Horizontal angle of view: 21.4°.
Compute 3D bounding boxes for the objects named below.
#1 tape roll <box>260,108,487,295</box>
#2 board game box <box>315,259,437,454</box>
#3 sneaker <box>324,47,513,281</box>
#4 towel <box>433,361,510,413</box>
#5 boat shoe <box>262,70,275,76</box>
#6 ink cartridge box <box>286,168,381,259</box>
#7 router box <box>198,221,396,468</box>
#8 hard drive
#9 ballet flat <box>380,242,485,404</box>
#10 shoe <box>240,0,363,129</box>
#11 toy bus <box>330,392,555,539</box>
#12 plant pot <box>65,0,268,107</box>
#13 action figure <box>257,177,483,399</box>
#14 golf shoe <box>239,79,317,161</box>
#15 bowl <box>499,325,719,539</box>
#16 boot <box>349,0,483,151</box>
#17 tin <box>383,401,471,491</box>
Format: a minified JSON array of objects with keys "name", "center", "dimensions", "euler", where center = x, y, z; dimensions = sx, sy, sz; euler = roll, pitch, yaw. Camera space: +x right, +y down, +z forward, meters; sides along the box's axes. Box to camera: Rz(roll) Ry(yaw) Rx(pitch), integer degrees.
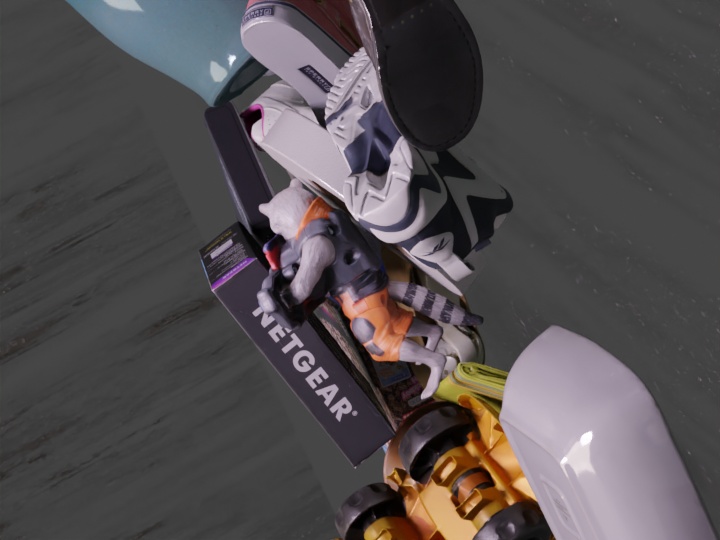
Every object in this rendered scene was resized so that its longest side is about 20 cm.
[{"name":"tape roll","center":[0.010,-0.054,1.497],"dimensions":[0.203,0.037,0.203],"euler":[37,179,1]},{"name":"board game box","center":[0.044,0.086,1.804],"dimensions":[0.200,0.097,0.159],"euler":[64,171,-14]},{"name":"sneaker","center":[0.046,-0.073,1.342],"dimensions":[0.130,0.079,0.199],"euler":[44,-160,-35]},{"name":"towel","center":[0.109,0.100,1.570],"dimensions":[0.086,0.018,0.200],"euler":[18,170,-2]},{"name":"boat shoe","center":[-0.122,-0.245,1.823],"dimensions":[0.201,0.071,0.070],"euler":[53,168,48]},{"name":"ink cartridge box","center":[-0.028,-0.089,1.840],"dimensions":[0.109,0.050,0.200],"euler":[65,172,-26]},{"name":"router box","center":[-0.056,0.060,1.638],"dimensions":[0.200,0.051,0.149],"euler":[52,-179,-16]},{"name":"hard drive","center":[-0.095,-0.049,1.786],"dimensions":[0.200,0.033,0.140],"euler":[78,168,-62]},{"name":"ballet flat","center":[0.069,0.047,1.646],"dimensions":[0.063,0.069,0.200],"euler":[30,150,55]},{"name":"shoe","center":[-0.015,-0.170,1.474],"dimensions":[0.200,0.071,0.091],"euler":[41,-132,-41]},{"name":"toy bus","center":[0.097,0.217,1.598],"dimensions":[0.136,0.200,0.192],"euler":[51,-163,30]},{"name":"plant pot","center":[-0.134,-0.244,1.552],"dimensions":[0.188,0.200,0.200],"euler":[47,171,2]},{"name":"action figure","center":[0.000,0.000,1.554],"dimensions":[0.193,0.105,0.200],"euler":[44,-158,-9]},{"name":"golf shoe","center":[-0.042,-0.116,1.702],"dimensions":[0.200,0.091,0.075],"euler":[46,161,57]},{"name":"bowl","center":[0.172,0.151,1.341],"dimensions":[0.200,0.074,0.200],"euler":[64,170,-18]},{"name":"boot","center":[0.013,-0.189,1.278],"dimensions":[0.174,0.069,0.201],"euler":[-125,13,-68]},{"name":"tin","center":[0.103,0.201,1.693],"dimensions":[0.200,0.112,0.042],"euler":[47,162,-26]}]
